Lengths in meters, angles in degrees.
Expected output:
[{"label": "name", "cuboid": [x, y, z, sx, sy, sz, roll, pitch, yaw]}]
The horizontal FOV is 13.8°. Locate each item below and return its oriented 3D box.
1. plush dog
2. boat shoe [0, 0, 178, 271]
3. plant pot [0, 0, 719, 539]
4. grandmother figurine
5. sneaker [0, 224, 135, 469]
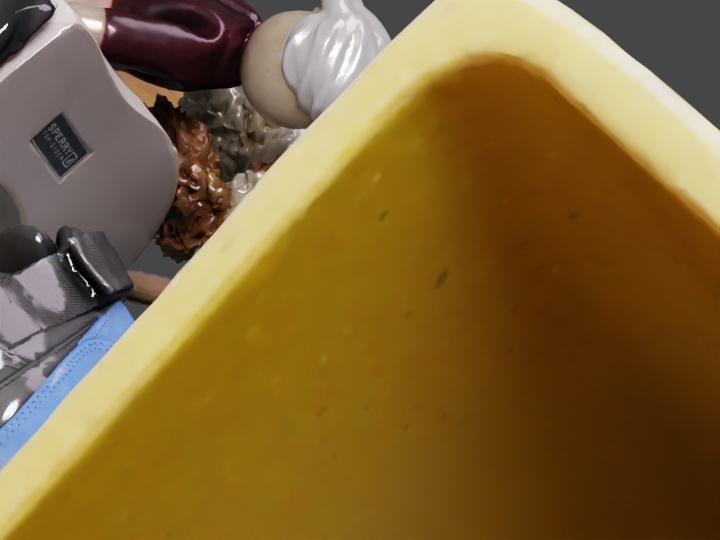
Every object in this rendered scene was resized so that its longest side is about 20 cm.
[{"label": "plush dog", "cuboid": [0.000, 0.000, 1.084, 0.200, 0.161, 0.172, 14, -2, 17]}, {"label": "boat shoe", "cuboid": [-0.121, -0.060, 0.970, 0.093, 0.075, 0.200, 45, -13, 19]}, {"label": "plant pot", "cuboid": [0.051, 0.125, 0.367, 0.200, 0.194, 0.196, 40, 4, -45]}, {"label": "grandmother figurine", "cuboid": [-0.079, -0.086, 1.040, 0.200, 0.061, 0.121, 15, 26, 16]}, {"label": "sneaker", "cuboid": [-0.060, 0.037, 0.787, 0.111, 0.077, 0.200, 50, 15, 13]}]
